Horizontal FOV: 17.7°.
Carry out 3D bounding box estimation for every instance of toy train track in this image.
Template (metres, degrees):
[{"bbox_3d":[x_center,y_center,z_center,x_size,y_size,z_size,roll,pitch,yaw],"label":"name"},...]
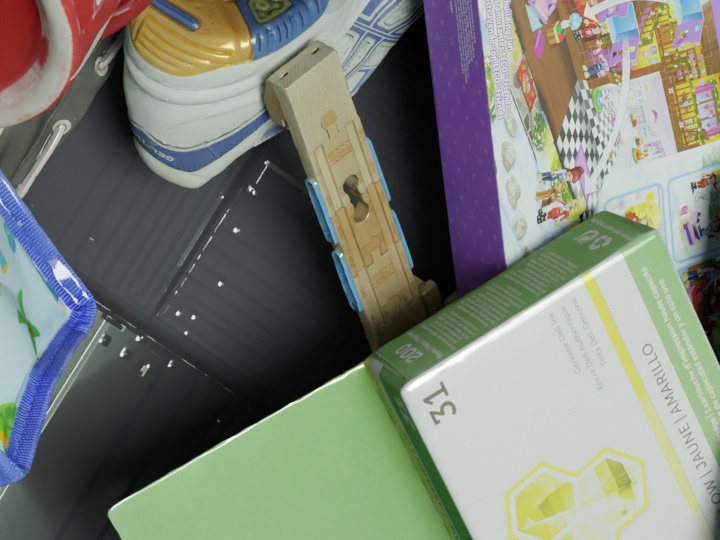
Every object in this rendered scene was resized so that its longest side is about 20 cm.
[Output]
[{"bbox_3d":[0.000,0.000,0.823,0.115,0.032,0.201,-40,136,-21],"label":"toy train track"}]

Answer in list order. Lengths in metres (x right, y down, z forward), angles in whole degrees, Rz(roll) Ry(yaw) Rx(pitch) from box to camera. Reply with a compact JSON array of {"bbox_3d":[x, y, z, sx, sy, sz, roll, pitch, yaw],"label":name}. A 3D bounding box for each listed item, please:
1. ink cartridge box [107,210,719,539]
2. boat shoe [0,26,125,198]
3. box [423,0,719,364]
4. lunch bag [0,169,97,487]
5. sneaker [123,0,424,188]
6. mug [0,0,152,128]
[{"bbox_3d":[0.037,0.091,0.778,0.199,0.048,0.146,-31,110,-11],"label":"ink cartridge box"},{"bbox_3d":[-0.106,-0.097,0.793,0.067,0.057,0.201,29,77,14],"label":"boat shoe"},{"bbox_3d":[0.093,-0.052,0.820,0.136,0.039,0.201,-17,112,-27],"label":"box"},{"bbox_3d":[-0.205,-0.008,0.683,0.169,0.128,0.200,-27,113,19],"label":"lunch bag"},{"bbox_3d":[-0.011,-0.102,0.825,0.199,0.088,0.075,-32,63,-34],"label":"sneaker"},{"bbox_3d":[-0.079,-0.135,0.648,0.178,0.133,0.201,50,46,-35],"label":"mug"}]
